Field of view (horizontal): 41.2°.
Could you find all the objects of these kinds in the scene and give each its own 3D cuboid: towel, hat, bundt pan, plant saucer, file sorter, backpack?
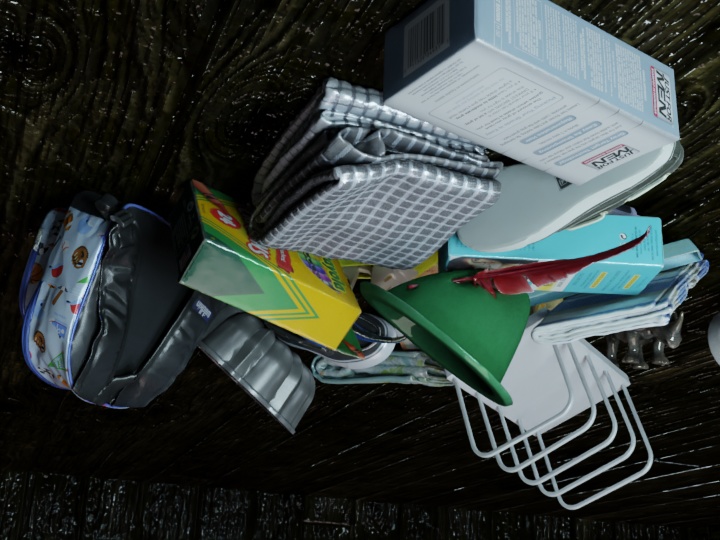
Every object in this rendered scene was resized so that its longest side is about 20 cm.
[{"bbox_3d":[0.057,0.130,1.298,0.198,0.049,0.170,-2,175,42],"label":"towel"},{"bbox_3d":[0.009,-0.067,0.817,0.163,0.087,0.200,10,158,-23],"label":"towel"},{"bbox_3d":[0.271,0.029,0.988,0.145,0.024,0.199,-14,-172,34],"label":"towel"},{"bbox_3d":[0.125,0.007,0.868,0.199,0.177,0.166,35,173,22],"label":"hat"},{"bbox_3d":[-0.135,0.109,1.205,0.201,0.076,0.202,40,169,9],"label":"bundt pan"},{"bbox_3d":[0.248,0.005,0.986,0.197,0.019,0.070,-18,167,21],"label":"plant saucer"},{"bbox_3d":[0.215,0.162,1.066,0.138,0.126,0.199,-34,134,23],"label":"file sorter"},{"bbox_3d":[-0.251,0.035,0.959,0.152,0.194,0.199,8,166,34],"label":"backpack"}]

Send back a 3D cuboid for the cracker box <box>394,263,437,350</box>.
[{"bbox_3d":[0.105,0.042,1.131,0.131,0.059,0.200,0,160,8],"label":"cracker box"}]

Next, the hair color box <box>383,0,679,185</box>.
[{"bbox_3d":[0.122,-0.130,0.676,0.197,0.062,0.098,17,155,-33],"label":"hair color box"}]

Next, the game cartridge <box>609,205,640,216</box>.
[{"bbox_3d":[0.179,-0.043,0.942,0.197,0.039,0.129,13,152,-28],"label":"game cartridge"}]

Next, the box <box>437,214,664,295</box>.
[{"bbox_3d":[0.173,-0.017,0.895,0.196,0.050,0.083,3,159,-2],"label":"box"}]

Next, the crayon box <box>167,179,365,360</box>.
[{"bbox_3d":[-0.078,0.000,0.900,0.198,0.127,0.051,26,109,-28],"label":"crayon box"}]

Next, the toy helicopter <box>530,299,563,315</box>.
[{"bbox_3d":[0.198,0.069,1.123,0.078,0.133,0.201,27,153,30],"label":"toy helicopter"}]

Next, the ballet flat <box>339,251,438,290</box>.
[{"bbox_3d":[0.000,0.000,1.018,0.196,0.068,0.067,-1,162,6],"label":"ballet flat"}]

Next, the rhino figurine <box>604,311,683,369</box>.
[{"bbox_3d":[0.325,0.063,1.095,0.059,0.089,0.200,4,170,-3],"label":"rhino figurine"}]

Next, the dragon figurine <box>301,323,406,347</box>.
[{"bbox_3d":[-0.045,0.047,1.077,0.198,0.060,0.099,30,-172,14],"label":"dragon figurine"}]

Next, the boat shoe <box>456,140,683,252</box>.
[{"bbox_3d":[0.175,-0.063,0.807,0.198,0.072,0.063,-24,153,28],"label":"boat shoe"}]

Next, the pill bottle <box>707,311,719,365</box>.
[{"bbox_3d":[0.478,0.054,1.056,0.110,0.114,0.200,8,158,-17],"label":"pill bottle"}]

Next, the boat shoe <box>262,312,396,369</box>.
[{"bbox_3d":[-0.047,0.066,1.167,0.198,0.071,0.066,14,164,43],"label":"boat shoe"}]
